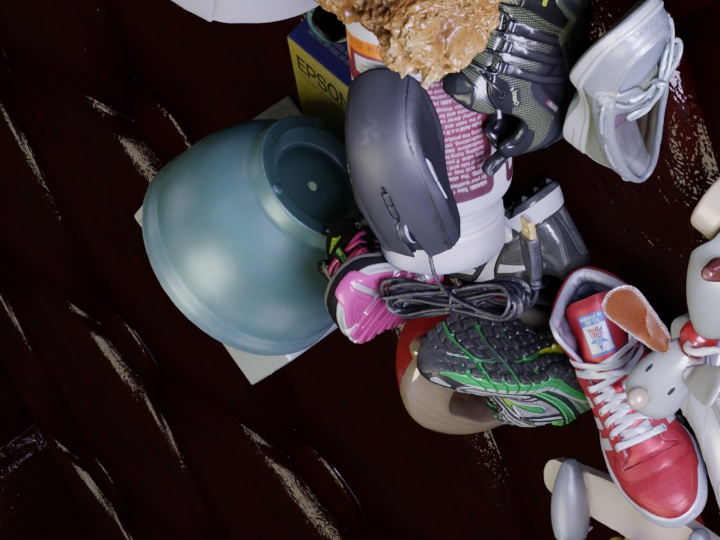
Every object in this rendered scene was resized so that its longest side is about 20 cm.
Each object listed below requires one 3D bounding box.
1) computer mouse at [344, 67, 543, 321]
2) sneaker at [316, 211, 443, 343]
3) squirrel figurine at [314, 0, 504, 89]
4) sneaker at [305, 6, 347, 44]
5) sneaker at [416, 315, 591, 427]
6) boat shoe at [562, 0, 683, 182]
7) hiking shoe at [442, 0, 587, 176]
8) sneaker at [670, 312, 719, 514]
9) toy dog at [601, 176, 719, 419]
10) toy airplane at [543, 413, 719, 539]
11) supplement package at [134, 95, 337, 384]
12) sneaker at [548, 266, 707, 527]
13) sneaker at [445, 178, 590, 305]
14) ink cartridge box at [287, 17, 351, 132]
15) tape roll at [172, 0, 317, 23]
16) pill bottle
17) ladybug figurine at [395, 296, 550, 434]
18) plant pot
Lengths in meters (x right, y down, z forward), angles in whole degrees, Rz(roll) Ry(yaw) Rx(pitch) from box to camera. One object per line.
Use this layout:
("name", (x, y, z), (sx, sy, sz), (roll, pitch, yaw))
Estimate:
("computer mouse", (0.056, -0.044, 1.649), (0.139, 0.046, 0.201), (5, 120, 28))
("sneaker", (0.000, 0.000, 1.826), (0.087, 0.074, 0.200), (42, -167, 10))
("squirrel figurine", (0.059, -0.225, 1.502), (0.185, 0.142, 0.201), (18, 116, 10))
("sneaker", (-0.024, -0.226, 1.810), (0.200, 0.080, 0.072), (34, 153, 46))
("sneaker", (0.119, 0.089, 1.824), (0.085, 0.199, 0.078), (-51, 47, 27))
("boat shoe", (0.179, -0.118, 1.535), (0.065, 0.074, 0.202), (43, 163, 13))
("hiking shoe", (0.102, -0.156, 1.601), (0.076, 0.100, 0.201), (32, 151, 46))
("sneaker", (0.273, 0.110, 1.704), (0.099, 0.077, 0.201), (38, 147, 55))
("toy dog", (0.227, 0.034, 1.551), (0.131, 0.096, 0.201), (27, 124, 32))
("toy airplane", (0.226, 0.210, 1.859), (0.200, 0.141, 0.200), (51, 161, 12))
("supplement package", (-0.084, -0.026, 2.181), (0.201, 0.150, 0.152), (55, 160, 0))
("sneaker", (0.196, 0.089, 1.732), (0.113, 0.071, 0.201), (59, -172, -55))
("sneaker", (0.121, -0.006, 1.850), (0.091, 0.066, 0.200), (56, 155, -3))
("ink cartridge box", (0.016, -0.125, 1.945), (0.198, 0.047, 0.201), (42, 160, 35))
("tape roll", (-0.081, -0.281, 1.675), (0.203, 0.202, 0.071), (51, 160, 10))
("pill bottle", (0.053, -0.107, 1.716), (0.114, 0.114, 0.201), (31, 135, 49))
("ladybug figurine", (0.092, 0.069, 1.916), (0.072, 0.136, 0.200), (51, -165, 29))
("plant pot", (-0.065, -0.047, 1.960), (0.201, 0.200, 0.134), (53, 135, 3))
